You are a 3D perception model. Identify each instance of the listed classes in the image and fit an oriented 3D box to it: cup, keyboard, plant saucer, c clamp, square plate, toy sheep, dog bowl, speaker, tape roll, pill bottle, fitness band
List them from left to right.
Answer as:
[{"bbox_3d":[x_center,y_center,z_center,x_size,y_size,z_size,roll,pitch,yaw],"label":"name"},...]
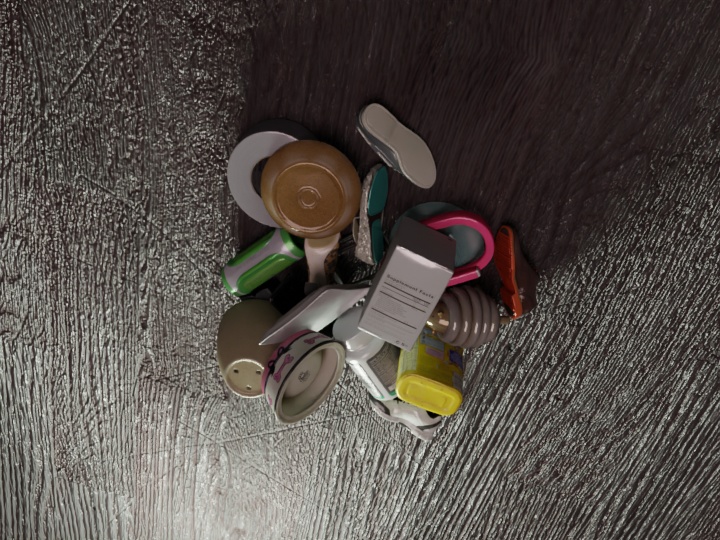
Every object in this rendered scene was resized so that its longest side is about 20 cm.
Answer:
[{"bbox_3d":[-0.228,0.186,1.458,0.194,0.144,0.205,2,118,4],"label":"cup"},{"bbox_3d":[-0.201,-0.024,1.426,0.198,0.089,0.089,-31,113,26],"label":"speaker"},{"bbox_3d":[-0.158,-0.188,1.324,0.194,0.067,0.205,4,124,6],"label":"tape roll"},{"bbox_3d":[-0.122,0.212,1.398,0.073,0.198,0.204,35,130,29],"label":"dog bowl"},{"bbox_3d":[-0.115,0.078,1.486,0.104,0.039,0.200,-47,129,-7],"label":"keyboard"},{"bbox_3d":[-0.096,-0.142,1.279,0.194,0.036,0.205,2,121,4],"label":"plant saucer"},{"bbox_3d":[-0.088,0.081,1.372,0.197,0.199,0.029,-38,74,23],"label":"square plate"},{"bbox_3d":[0.000,0.000,1.442,0.198,0.027,0.172,-29,107,30],"label":"c clamp"},{"bbox_3d":[0.026,0.181,1.488,0.111,0.115,0.202,-19,126,21],"label":"pill bottle"},{"bbox_3d":[0.153,-0.040,1.381,0.195,0.039,0.205,5,123,8],"label":"plant saucer"},{"bbox_3d":[0.166,-0.040,1.334,0.195,0.038,0.146,-16,118,19],"label":"fitness band"},{"bbox_3d":[0.219,0.093,1.387,0.194,0.139,0.141,0,126,-16],"label":"toy sheep"}]

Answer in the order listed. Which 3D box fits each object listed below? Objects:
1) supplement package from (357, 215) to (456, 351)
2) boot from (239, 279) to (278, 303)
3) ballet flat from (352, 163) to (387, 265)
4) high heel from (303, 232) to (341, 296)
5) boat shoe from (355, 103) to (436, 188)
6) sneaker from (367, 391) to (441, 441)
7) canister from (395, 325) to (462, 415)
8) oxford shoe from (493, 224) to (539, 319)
[{"bbox_3d":[0.089,0.025,1.297,0.117,0.122,0.203,23,122,-3],"label":"supplement package"},{"bbox_3d":[-0.216,0.132,1.540,0.162,0.066,0.202,-25,119,14],"label":"boot"},{"bbox_3d":[0.012,-0.110,1.336,0.070,0.072,0.205,5,110,6],"label":"ballet flat"},{"bbox_3d":[-0.073,-0.033,1.411,0.070,0.143,0.205,12,83,9],"label":"high heel"},{"bbox_3d":[0.066,-0.232,1.273,0.199,0.074,0.061,42,163,-25],"label":"boat shoe"},{"bbox_3d":[0.107,0.327,1.618,0.197,0.074,0.081,29,109,-15],"label":"sneaker"},{"bbox_3d":[0.149,0.195,1.436,0.145,0.202,0.088,21,124,-5],"label":"canister"},{"bbox_3d":[0.319,-0.005,1.371,0.071,0.071,0.204,-19,119,-12],"label":"oxford shoe"}]
